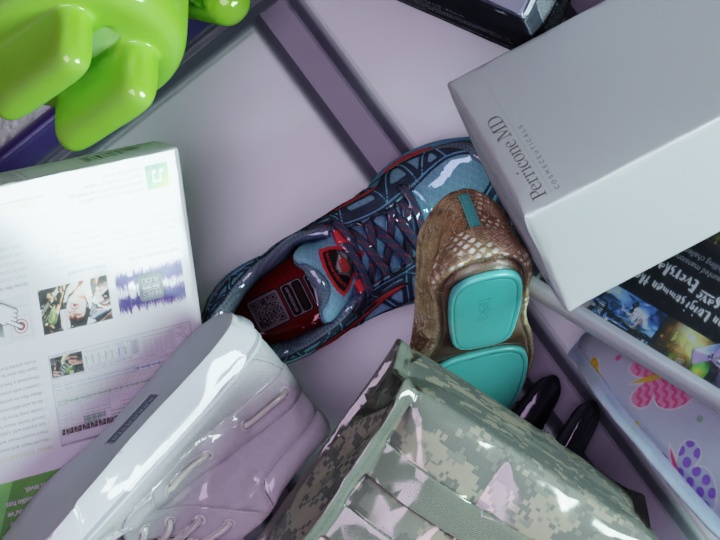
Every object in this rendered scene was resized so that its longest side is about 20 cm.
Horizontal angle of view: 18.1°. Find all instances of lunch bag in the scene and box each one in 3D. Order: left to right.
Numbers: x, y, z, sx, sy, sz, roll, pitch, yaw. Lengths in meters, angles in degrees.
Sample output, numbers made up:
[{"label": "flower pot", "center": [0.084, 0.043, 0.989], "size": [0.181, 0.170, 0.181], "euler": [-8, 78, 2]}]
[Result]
[{"label": "lunch bag", "center": [0.029, 0.165, 1.142], "size": [0.164, 0.118, 0.200], "euler": [33, 100, -7]}, {"label": "lunch bag", "center": [0.225, 0.055, 1.176], "size": [0.170, 0.127, 0.200], "euler": [-44, 55, 6]}]

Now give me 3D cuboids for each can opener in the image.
[{"label": "can opener", "center": [0.066, 0.149, 1.243], "size": [0.063, 0.079, 0.200], "euler": [39, 89, 10]}]

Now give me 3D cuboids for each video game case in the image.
[{"label": "video game case", "center": [0.188, -0.030, 1.156], "size": [0.200, 0.023, 0.182], "euler": [33, 81, 39]}]

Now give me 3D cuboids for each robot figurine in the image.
[{"label": "robot figurine", "center": [-0.148, -0.168, 1.204], "size": [0.116, 0.175, 0.201], "euler": [-30, 47, 40]}]

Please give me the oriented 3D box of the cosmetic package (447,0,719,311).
[{"label": "cosmetic package", "center": [0.157, -0.081, 1.118], "size": [0.199, 0.081, 0.113], "euler": [-28, 47, -1]}]

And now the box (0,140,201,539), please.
[{"label": "box", "center": [-0.153, 0.043, 1.190], "size": [0.144, 0.036, 0.201], "euler": [-13, 104, -27]}]

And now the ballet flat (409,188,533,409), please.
[{"label": "ballet flat", "center": [0.057, 0.022, 1.193], "size": [0.070, 0.200, 0.066], "euler": [-8, 61, -10]}]

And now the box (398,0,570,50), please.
[{"label": "box", "center": [0.022, -0.201, 1.160], "size": [0.199, 0.182, 0.104], "euler": [24, 92, 6]}]

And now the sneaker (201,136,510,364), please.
[{"label": "sneaker", "center": [0.000, 0.000, 1.225], "size": [0.200, 0.096, 0.079], "euler": [-34, 91, 10]}]

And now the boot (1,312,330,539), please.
[{"label": "boot", "center": [-0.101, 0.123, 1.165], "size": [0.200, 0.074, 0.096], "euler": [-46, 108, -13]}]
